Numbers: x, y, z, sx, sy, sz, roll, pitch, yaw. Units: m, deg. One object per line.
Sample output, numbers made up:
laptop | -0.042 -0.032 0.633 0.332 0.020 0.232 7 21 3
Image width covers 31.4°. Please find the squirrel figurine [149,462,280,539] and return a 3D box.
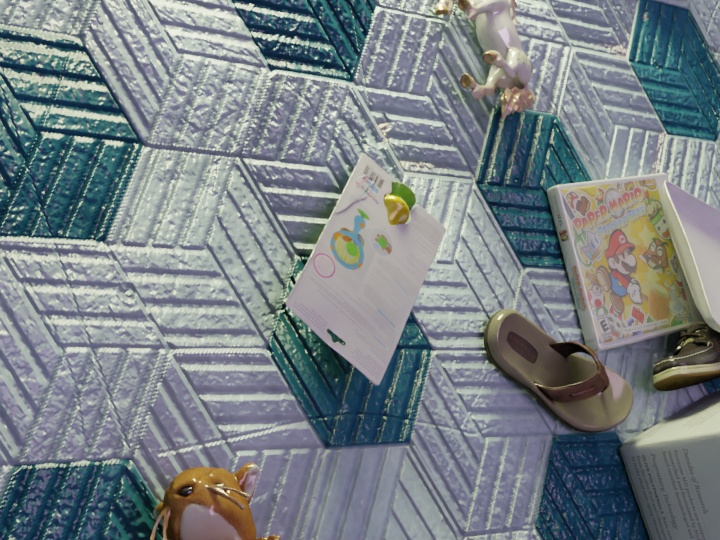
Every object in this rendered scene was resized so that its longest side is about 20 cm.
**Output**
squirrel figurine | -0.094 0.250 0.990 0.188 0.140 0.200 63 5 28

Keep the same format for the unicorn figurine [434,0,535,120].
unicorn figurine | 0.146 -0.263 1.368 0.136 0.073 0.204 -13 99 -49

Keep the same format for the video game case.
video game case | 0.302 -0.013 1.439 0.198 0.023 0.185 -9 82 -39

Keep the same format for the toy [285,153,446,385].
toy | 0.000 0.000 1.182 0.115 0.047 0.201 41 52 -18

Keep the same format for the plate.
plate | 0.422 0.012 1.467 0.198 0.032 0.202 23 43 -37

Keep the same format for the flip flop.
flip flop | 0.211 0.101 1.310 0.199 0.057 0.082 35 58 -25

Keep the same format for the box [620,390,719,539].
box | 0.423 0.237 1.363 0.197 0.170 0.203 -19 88 -40

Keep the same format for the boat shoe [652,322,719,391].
boat shoe | 0.385 0.093 1.449 0.198 0.073 0.066 -4 74 -49
